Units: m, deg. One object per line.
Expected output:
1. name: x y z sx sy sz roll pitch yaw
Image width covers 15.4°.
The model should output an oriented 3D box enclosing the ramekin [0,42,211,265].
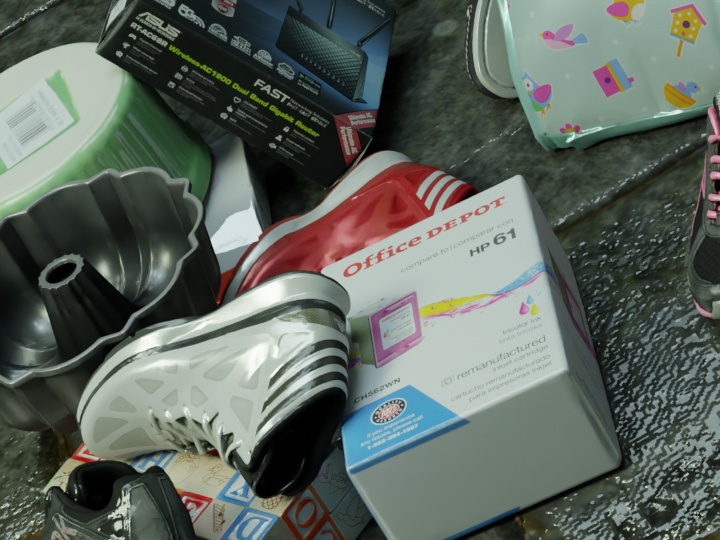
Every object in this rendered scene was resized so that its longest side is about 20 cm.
1. ramekin: -0.213 -0.067 1.851 0.199 0.098 0.201 -22 35 17

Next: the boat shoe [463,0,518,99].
1. boat shoe: 0.105 -0.198 1.868 0.060 0.074 0.201 -27 43 49

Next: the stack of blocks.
1. stack of blocks: -0.086 0.129 1.616 0.199 0.059 0.115 10 52 46

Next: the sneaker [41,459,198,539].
1. sneaker: -0.155 0.163 1.557 0.071 0.099 0.200 -15 -5 -36

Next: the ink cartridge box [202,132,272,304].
1. ink cartridge box: -0.135 0.003 1.829 0.162 0.057 0.200 -26 29 9

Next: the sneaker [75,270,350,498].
1. sneaker: -0.090 0.088 1.550 0.200 0.076 0.116 -29 45 28

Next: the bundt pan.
1. bundt pan: -0.174 0.028 1.691 0.201 0.076 0.202 -19 34 14

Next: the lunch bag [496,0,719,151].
1. lunch bag: 0.177 -0.188 1.731 0.169 0.201 0.122 -11 -5 26

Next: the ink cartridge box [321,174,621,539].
1. ink cartridge box: 0.061 0.053 1.571 0.144 0.085 0.200 -25 33 11

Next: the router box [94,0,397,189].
1. router box: -0.076 -0.168 1.860 0.062 0.199 0.150 -46 22 37

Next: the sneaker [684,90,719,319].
1. sneaker: 0.226 -0.060 1.573 0.079 0.096 0.201 -8 42 29

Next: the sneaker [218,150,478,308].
1. sneaker: 0.000 0.000 1.696 0.115 0.079 0.200 13 55 49
